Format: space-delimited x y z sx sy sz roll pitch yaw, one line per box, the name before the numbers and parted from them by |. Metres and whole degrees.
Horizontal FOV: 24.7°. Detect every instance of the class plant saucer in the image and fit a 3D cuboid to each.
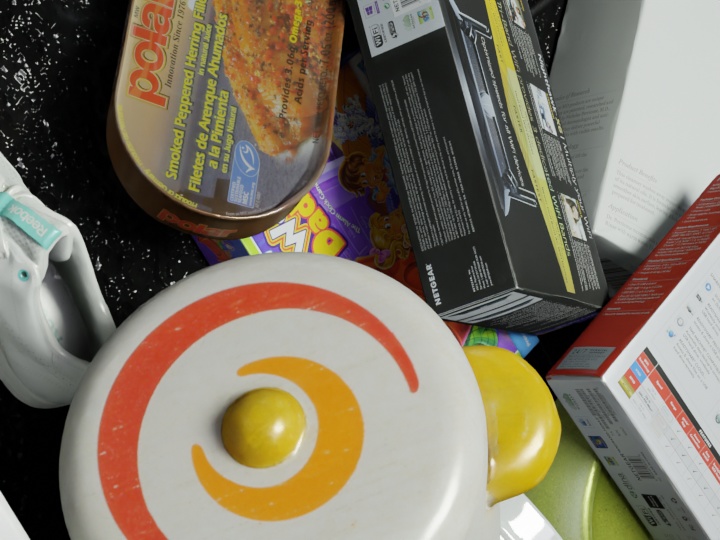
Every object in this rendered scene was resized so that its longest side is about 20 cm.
plant saucer | 0.178 0.142 0.941 0.198 0.031 0.203 3 84 -32

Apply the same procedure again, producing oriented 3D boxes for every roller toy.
roller toy | -0.030 0.093 0.712 0.183 0.198 0.140 -58 159 -22

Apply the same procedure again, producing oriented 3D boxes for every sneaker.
sneaker | -0.169 -0.024 0.754 0.075 0.088 0.201 -46 112 -28

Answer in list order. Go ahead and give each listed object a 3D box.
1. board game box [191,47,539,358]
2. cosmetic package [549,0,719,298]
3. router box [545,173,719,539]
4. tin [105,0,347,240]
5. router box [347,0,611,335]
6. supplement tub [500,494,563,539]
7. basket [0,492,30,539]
board game box | 0.000 0.000 0.902 0.134 0.045 0.201 -43 110 -31
cosmetic package | 0.175 -0.091 1.020 0.112 0.081 0.202 27 69 -31
router box | 0.220 0.076 0.925 0.179 0.049 0.201 -45 109 -27
tin | -0.068 -0.110 0.834 0.111 0.042 0.202 16 62 -18
router box | 0.065 -0.071 0.886 0.157 0.052 0.202 13 61 -63
supplement tub | 0.003 0.190 0.809 0.200 0.132 0.132 -42 110 -17
basket | -0.228 0.103 0.672 0.123 0.135 0.202 -34 105 -29
